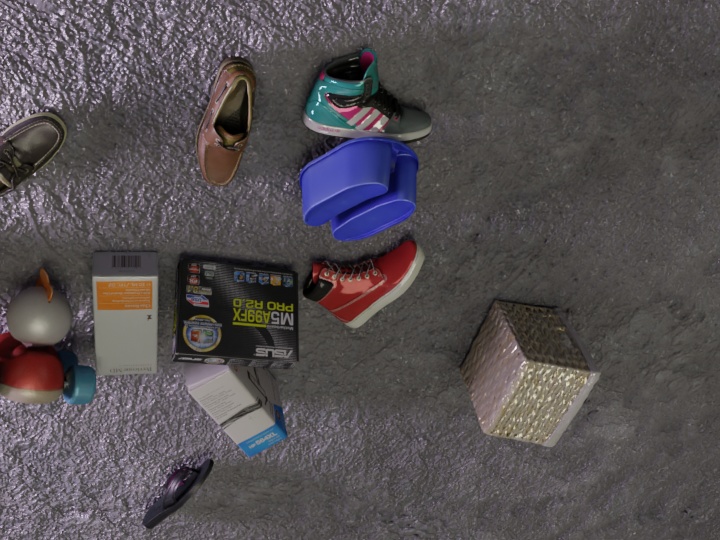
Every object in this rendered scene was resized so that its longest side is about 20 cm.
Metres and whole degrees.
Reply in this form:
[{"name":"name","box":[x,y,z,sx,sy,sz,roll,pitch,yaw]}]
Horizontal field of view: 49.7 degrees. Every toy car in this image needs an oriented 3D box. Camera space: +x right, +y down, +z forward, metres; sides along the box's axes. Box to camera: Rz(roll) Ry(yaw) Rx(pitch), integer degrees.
[{"name":"toy car","box":[-0.509,0.093,1.209,0.183,0.176,0.202,11,92,-38]}]

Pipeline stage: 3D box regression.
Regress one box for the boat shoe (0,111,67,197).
[{"name":"boat shoe","box":[-0.490,-0.141,1.075,0.199,0.065,0.073,-36,125,9]}]

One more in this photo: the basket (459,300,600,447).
[{"name":"basket","box":[0.309,0.192,1.469,0.160,0.199,0.201,11,122,-18]}]

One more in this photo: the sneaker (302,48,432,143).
[{"name":"sneaker","box":[0.021,-0.259,1.135,0.198,0.084,0.121,2,134,-16]}]

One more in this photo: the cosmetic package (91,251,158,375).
[{"name":"cosmetic package","box":[-0.378,0.071,1.256,0.101,0.071,0.201,-1,125,-16]}]

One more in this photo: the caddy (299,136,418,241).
[{"name":"caddy","box":[-0.003,-0.130,1.180,0.199,0.106,0.141,-23,145,36]}]

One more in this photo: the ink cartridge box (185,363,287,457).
[{"name":"ink cartridge box","box":[-0.216,0.200,1.348,0.084,0.146,0.201,-26,128,5]}]

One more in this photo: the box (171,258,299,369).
[{"name":"box","box":[-0.199,0.072,1.255,0.198,0.161,0.044,7,154,-20]}]

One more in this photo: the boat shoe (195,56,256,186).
[{"name":"boat shoe","box":[-0.195,-0.201,1.116,0.071,0.068,0.201,2,125,-19]}]

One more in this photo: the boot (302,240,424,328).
[{"name":"boot","box":[0.000,0.000,1.319,0.144,0.073,0.200,35,113,-31]}]

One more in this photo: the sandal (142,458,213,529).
[{"name":"sandal","box":[-0.366,0.433,1.520,0.200,0.075,0.048,-42,108,14]}]
